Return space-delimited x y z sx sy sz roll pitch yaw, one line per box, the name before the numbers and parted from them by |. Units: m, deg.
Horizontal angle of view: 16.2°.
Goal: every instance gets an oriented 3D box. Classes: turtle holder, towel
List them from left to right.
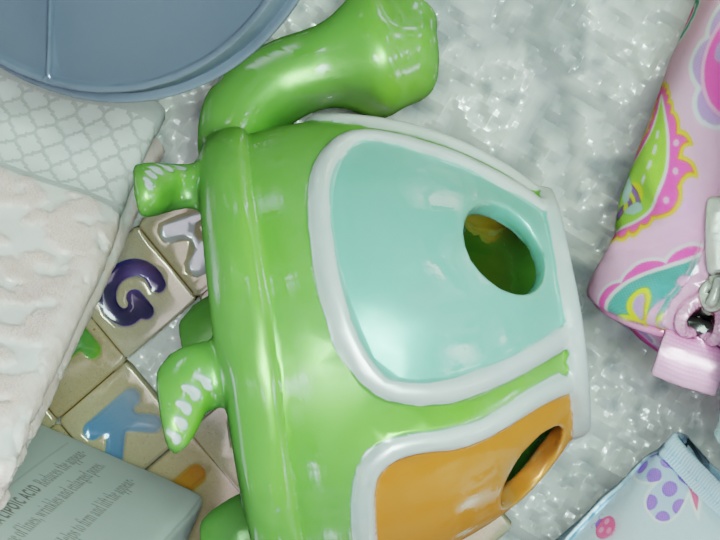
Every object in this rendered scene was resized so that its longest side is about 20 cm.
towel | -0.176 -0.023 0.807 0.199 0.192 0.032 19 130 1
turtle holder | 0.002 0.011 0.823 0.131 0.186 0.142 -9 125 1

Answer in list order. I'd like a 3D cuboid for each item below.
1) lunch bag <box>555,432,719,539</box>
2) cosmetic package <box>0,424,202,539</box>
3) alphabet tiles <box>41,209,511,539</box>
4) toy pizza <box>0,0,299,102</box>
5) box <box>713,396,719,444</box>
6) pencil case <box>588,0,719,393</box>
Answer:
lunch bag | 0.115 0.179 0.833 0.170 0.127 0.200 -44 88 5
cosmetic package | -0.181 0.123 0.822 0.199 0.165 0.166 22 99 4
alphabet tiles | -0.051 0.093 0.894 0.167 0.008 0.200 -40 92 7
toy pizza | -0.083 -0.150 0.762 0.199 0.032 0.202 12 114 29
box | 0.206 -0.019 0.788 0.199 0.040 0.138 -9 110 -25
pencil case | 0.140 -0.059 0.818 0.087 0.087 0.201 21 96 2
